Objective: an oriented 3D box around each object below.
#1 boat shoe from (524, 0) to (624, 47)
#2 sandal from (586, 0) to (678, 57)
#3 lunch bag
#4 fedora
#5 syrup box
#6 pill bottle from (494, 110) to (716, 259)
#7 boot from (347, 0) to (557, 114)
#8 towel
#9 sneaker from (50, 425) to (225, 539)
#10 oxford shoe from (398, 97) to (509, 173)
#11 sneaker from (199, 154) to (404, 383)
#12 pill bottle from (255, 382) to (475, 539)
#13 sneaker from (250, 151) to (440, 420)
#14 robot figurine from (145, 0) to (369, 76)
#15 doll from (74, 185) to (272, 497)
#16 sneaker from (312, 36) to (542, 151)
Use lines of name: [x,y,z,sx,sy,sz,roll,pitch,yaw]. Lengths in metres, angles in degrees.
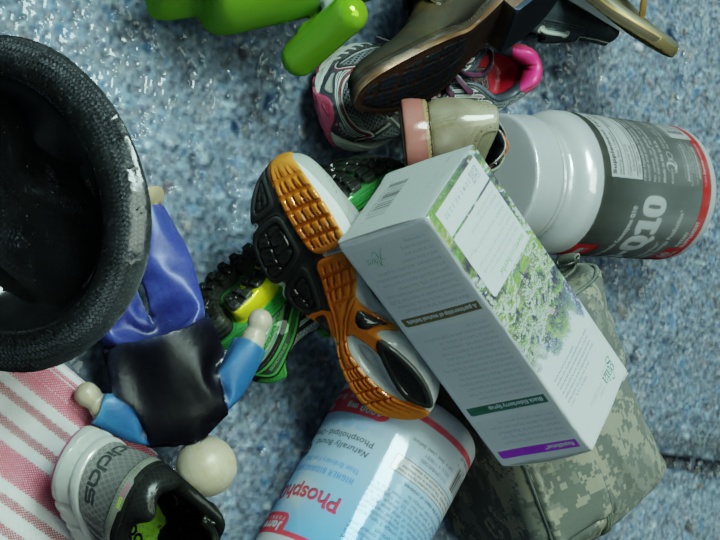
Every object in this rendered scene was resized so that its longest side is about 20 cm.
boat shoe: [0.146,-0.217,1.192,0.200,0.076,0.060,17,117,-45]
sandal: [0.190,-0.251,1.167,0.080,0.054,0.200,6,45,-57]
lunch bag: [0.142,0.106,1.121,0.167,0.139,0.201,-25,102,-29]
fedora: [-0.197,-0.038,0.880,0.092,0.200,0.202,6,83,-71]
syrup box: [0.083,0.027,0.946,0.200,0.081,0.079,54,46,-21]
pill bottle: [0.181,-0.068,1.177,0.199,0.114,0.115,2,87,-37]
boot: [0.044,-0.185,1.049,0.200,0.075,0.097,-32,71,-33]
towel: [-0.227,0.152,0.910,0.146,0.030,0.200,45,63,-30]
sneaker: [-0.123,0.186,0.928,0.074,0.087,0.200,-48,134,-34]
oxford shoe: [0.071,-0.074,1.054,0.074,0.200,0.071,-7,82,4]
sneaker: [-0.035,-0.006,1.042,0.200,0.078,0.085,-48,122,-19]
pill bottle: [-0.008,0.182,1.023,0.109,0.109,0.200,44,63,-27]
sneaker: [0.000,0.000,0.988,0.200,0.075,0.092,60,39,-19]
robot figurine: [-0.053,-0.226,0.984,0.199,0.116,0.176,-16,71,-16]
doll: [-0.123,0.049,0.945,0.136,0.048,0.201,-18,87,-15]
sneaker: [0.049,-0.143,1.104,0.199,0.075,0.081,-20,100,-36]
